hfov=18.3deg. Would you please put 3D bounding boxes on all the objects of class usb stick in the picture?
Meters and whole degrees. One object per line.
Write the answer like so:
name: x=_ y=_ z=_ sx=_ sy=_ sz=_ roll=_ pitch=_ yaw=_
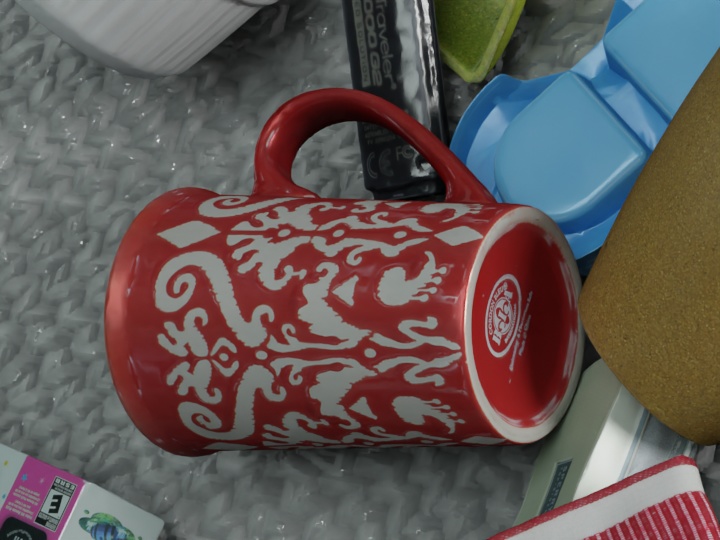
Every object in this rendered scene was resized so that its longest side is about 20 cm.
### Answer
usb stick: x=0.015 y=-0.137 z=1.151 sx=0.055 sy=0.033 sz=0.202 roll=-8 pitch=88 yaw=39

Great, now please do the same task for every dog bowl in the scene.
dog bowl: x=0.135 y=-0.077 z=1.098 sx=0.200 sy=0.050 sz=0.112 roll=-42 pitch=58 yaw=6

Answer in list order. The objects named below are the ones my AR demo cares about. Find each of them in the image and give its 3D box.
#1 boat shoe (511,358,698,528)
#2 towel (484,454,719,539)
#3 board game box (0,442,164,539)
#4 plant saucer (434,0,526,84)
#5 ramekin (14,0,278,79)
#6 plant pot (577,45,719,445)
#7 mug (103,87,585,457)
boat shoe: x=0.104 y=0.137 z=1.005 sx=0.070 sy=0.071 sz=0.202 roll=-22 pitch=40 yaw=61
towel: x=0.091 y=0.173 z=0.894 sx=0.143 sy=0.023 sz=0.201 roll=-24 pitch=42 yaw=14
board game box: x=-0.207 y=0.189 z=1.145 sx=0.147 sy=0.064 sz=0.201 roll=16 pitch=78 yaw=43
plant saucer: x=0.049 y=-0.233 z=1.162 sx=0.200 sy=0.048 sz=0.201 roll=45 pitch=127 yaw=32
ramekin: x=-0.135 y=-0.190 z=1.197 sx=0.094 sy=0.202 sz=0.203 roll=-46 pitch=57 yaw=17
plant pot: x=0.198 y=-0.021 z=0.987 sx=0.200 sy=0.186 sz=0.187 roll=-45 pitch=57 yaw=22
mug: x=-0.007 y=0.004 z=1.058 sx=0.199 sy=0.133 sz=0.179 roll=0 pitch=97 yaw=36
